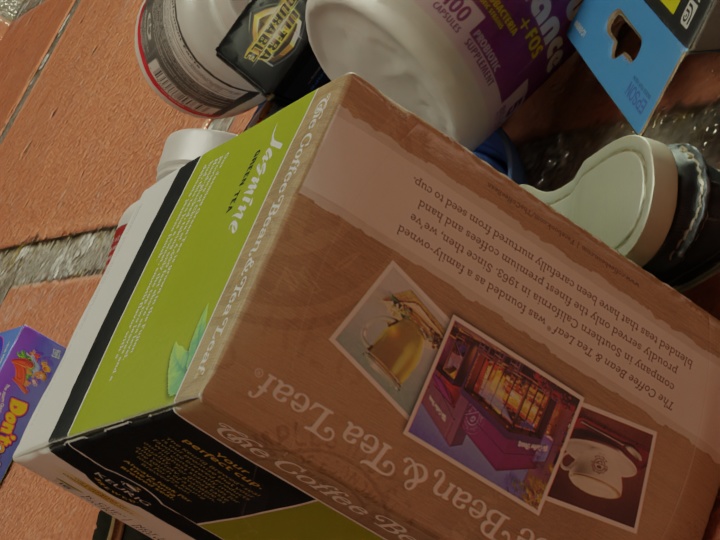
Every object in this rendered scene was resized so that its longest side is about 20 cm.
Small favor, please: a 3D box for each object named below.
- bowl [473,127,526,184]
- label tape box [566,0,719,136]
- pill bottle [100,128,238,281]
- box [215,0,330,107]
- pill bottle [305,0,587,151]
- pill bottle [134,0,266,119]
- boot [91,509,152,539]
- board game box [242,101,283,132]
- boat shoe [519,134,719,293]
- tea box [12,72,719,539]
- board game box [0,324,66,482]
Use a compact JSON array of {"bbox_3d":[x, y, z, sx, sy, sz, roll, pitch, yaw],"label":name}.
[{"bbox_3d":[0.000,0.000,0.999,0.200,0.039,0.201,-27,35,20],"label":"bowl"},{"bbox_3d":[0.172,-0.161,0.856,0.144,0.063,0.201,-106,37,-64],"label":"label tape box"},{"bbox_3d":[-0.095,0.029,1.115,0.112,0.112,0.201,-18,55,62],"label":"pill bottle"},{"bbox_3d":[0.030,-0.171,1.095,0.200,0.050,0.198,-54,-21,9],"label":"box"},{"bbox_3d":[0.076,-0.156,0.982,0.200,0.112,0.112,-45,15,-19],"label":"pill bottle"},{"bbox_3d":[-0.075,-0.166,1.289,0.111,0.110,0.200,-63,15,-13],"label":"pill bottle"},{"bbox_3d":[-0.062,0.144,0.965,0.077,0.138,0.201,-42,-36,-32],"label":"boot"},{"bbox_3d":[-0.060,-0.066,1.296,0.135,0.034,0.200,-37,19,48],"label":"board game box"},{"bbox_3d":[0.098,-0.008,0.822,0.200,0.062,0.075,142,138,-63],"label":"boat shoe"},{"bbox_3d":[0.006,0.053,0.755,0.196,0.200,0.134,-19,43,60],"label":"tea box"},{"bbox_3d":[-0.329,0.149,1.671,0.134,0.045,0.201,-14,48,64],"label":"board game box"}]
